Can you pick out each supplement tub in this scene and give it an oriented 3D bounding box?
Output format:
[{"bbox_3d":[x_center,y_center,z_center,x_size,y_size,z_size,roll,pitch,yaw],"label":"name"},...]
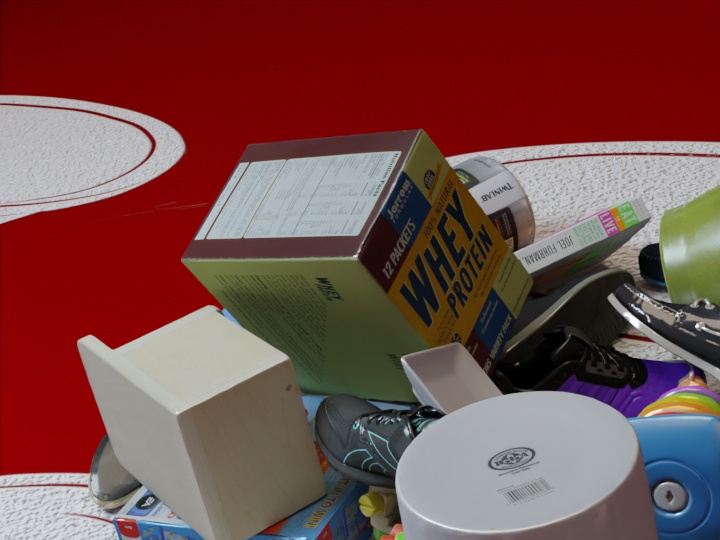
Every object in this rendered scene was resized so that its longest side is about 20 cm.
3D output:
[{"bbox_3d":[0.072,-0.029,1.601,0.199,0.123,0.122,-27,28,-26],"label":"supplement tub"}]

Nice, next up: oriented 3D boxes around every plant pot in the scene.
[{"bbox_3d":[0.374,-0.014,1.364,0.192,0.201,0.201,-15,22,25],"label":"plant pot"}]

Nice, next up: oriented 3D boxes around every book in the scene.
[{"bbox_3d":[0.174,-0.010,1.521,0.199,0.048,0.134,-24,-7,-19],"label":"book"}]

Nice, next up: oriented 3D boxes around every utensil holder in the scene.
[{"bbox_3d":[0.117,0.203,1.005,0.169,0.201,0.170,-11,24,5],"label":"utensil holder"}]

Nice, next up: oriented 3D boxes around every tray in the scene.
[{"bbox_3d":[0.109,0.141,1.178,0.022,0.200,0.107,-46,-18,22],"label":"tray"}]

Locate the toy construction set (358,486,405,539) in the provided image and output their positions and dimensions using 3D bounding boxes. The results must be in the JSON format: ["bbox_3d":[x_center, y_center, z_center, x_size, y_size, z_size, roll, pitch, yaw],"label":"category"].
[{"bbox_3d":[0.027,0.208,1.166,0.131,0.093,0.200,16,41,23],"label":"toy construction set"}]

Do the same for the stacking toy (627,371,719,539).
[{"bbox_3d":[0.255,0.133,1.211,0.109,0.117,0.200,-5,17,20],"label":"stacking toy"}]

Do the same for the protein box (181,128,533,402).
[{"bbox_3d":[0.000,0.000,1.310,0.199,0.199,0.135,0,51,41],"label":"protein box"}]

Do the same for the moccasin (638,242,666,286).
[{"bbox_3d":[0.368,-0.024,1.504,0.199,0.069,0.081,-2,27,25],"label":"moccasin"}]

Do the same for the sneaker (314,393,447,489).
[{"bbox_3d":[0.039,0.130,1.148,0.075,0.080,0.200,-18,33,-35],"label":"sneaker"}]

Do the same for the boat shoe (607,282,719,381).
[{"bbox_3d":[0.297,0.059,1.288,0.200,0.061,0.074,37,12,32],"label":"boat shoe"}]

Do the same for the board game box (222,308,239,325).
[{"bbox_3d":[-0.065,0.013,1.493,0.158,0.039,0.200,-22,27,52],"label":"board game box"}]

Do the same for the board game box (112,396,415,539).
[{"bbox_3d":[-0.073,0.183,1.314,0.195,0.056,0.200,1,29,29],"label":"board game box"}]

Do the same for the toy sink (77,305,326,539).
[{"bbox_3d":[-0.129,0.115,1.264,0.112,0.131,0.200,-26,27,-25],"label":"toy sink"}]

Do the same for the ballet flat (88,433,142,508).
[{"bbox_3d":[-0.199,0.158,1.457,0.066,0.057,0.200,21,38,6],"label":"ballet flat"}]

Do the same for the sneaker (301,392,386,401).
[{"bbox_3d":[-0.030,0.090,1.449,0.199,0.083,0.078,-11,25,8],"label":"sneaker"}]

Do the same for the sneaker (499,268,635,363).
[{"bbox_3d":[0.163,0.046,1.456,0.199,0.075,0.106,-30,29,-28],"label":"sneaker"}]

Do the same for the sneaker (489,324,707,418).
[{"bbox_3d":[0.196,0.091,1.310,0.199,0.100,0.070,-12,25,-3],"label":"sneaker"}]
